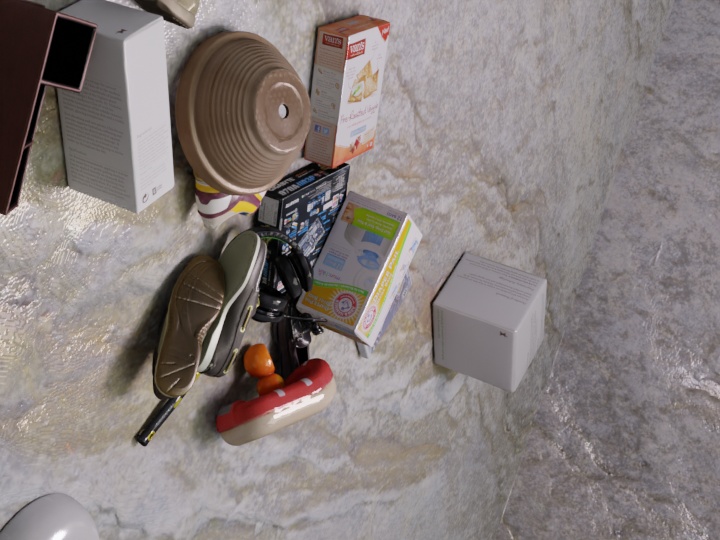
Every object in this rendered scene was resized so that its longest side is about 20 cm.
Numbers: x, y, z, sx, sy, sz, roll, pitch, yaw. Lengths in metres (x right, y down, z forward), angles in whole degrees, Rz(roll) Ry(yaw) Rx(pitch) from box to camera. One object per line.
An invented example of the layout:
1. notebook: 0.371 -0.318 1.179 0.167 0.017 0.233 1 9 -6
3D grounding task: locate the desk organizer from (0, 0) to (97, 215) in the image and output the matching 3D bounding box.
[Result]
1. desk organizer: -0.327 -0.157 1.160 0.071 0.076 0.203 1 106 -65

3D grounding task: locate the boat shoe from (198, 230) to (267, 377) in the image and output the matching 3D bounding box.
1. boat shoe: -0.173 0.047 1.621 0.060 0.071 0.204 25 91 -42

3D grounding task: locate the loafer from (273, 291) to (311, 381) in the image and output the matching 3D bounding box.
1. loafer: -0.097 0.116 1.897 0.072 0.062 0.203 -41 143 -49

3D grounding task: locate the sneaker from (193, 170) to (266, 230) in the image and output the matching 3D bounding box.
1. sneaker: -0.148 -0.126 1.593 0.199 0.074 0.091 -33 135 -42

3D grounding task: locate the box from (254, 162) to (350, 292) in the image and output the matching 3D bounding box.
1. box: -0.089 -0.067 1.796 0.200 0.045 0.161 -35 138 -54

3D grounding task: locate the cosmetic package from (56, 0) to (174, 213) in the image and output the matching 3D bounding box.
1. cosmetic package: -0.261 -0.174 1.266 0.071 0.100 0.203 -44 146 -46

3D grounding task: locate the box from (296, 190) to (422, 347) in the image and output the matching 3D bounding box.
1. box: 0.000 0.000 1.852 0.202 0.111 0.101 -65 158 -9

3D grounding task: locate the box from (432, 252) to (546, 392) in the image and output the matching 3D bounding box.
1. box: 0.275 0.111 2.553 0.172 0.197 0.201 -54 153 -37

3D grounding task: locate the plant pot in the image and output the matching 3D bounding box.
1. plant pot: -0.125 -0.194 1.479 0.199 0.092 0.205 -5 96 -50

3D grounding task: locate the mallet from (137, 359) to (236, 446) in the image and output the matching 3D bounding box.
1. mallet: -0.239 0.166 1.660 0.201 0.041 0.066 -57 150 -22

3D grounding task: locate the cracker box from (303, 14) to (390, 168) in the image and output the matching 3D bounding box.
1. cracker box: -0.020 -0.268 1.785 0.134 0.057 0.203 -34 137 -55

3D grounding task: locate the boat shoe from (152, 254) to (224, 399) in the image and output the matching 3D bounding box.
1. boat shoe: -0.234 0.074 1.565 0.073 0.065 0.202 30 58 -22

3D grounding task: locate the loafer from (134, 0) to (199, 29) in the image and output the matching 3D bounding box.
1. loafer: -0.225 -0.321 1.275 0.200 0.075 0.069 31 78 -76

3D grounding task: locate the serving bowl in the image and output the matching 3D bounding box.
1. serving bowl: -0.381 0.379 1.463 0.200 0.065 0.203 -48 147 -45

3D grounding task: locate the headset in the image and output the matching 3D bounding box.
1. headset: -0.120 0.022 1.705 0.123 0.094 0.200 -43 117 -2

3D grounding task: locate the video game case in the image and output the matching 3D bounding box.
1. video game case: 0.035 0.035 2.180 0.183 0.023 0.201 -58 154 -27

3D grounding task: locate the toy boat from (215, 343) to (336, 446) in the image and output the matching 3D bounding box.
1. toy boat: -0.135 0.173 1.804 0.198 0.130 0.133 -19 85 -40
